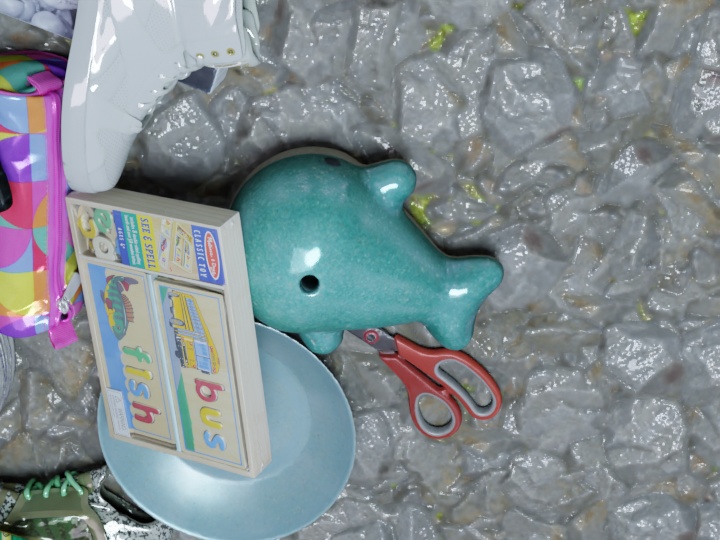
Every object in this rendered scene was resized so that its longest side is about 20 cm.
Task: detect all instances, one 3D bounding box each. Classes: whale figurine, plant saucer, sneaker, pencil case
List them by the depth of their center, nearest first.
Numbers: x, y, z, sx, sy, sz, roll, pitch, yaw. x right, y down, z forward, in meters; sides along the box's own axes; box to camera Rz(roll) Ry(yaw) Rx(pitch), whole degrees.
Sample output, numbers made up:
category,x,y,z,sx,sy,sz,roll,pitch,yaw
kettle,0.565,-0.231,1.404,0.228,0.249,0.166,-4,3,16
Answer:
category,x,y,z,sx,sy,sz,roll,pitch,yaw
sneaker,-0.124,-0.129,0.961,0.114,0.074,0.202,15,119,1
whale figurine,0.000,0.000,1.041,0.198,0.104,0.160,23,114,-10
pencil case,-0.233,-0.050,1.052,0.087,0.089,0.202,4,117,4
plant saucer,-0.100,0.116,1.147,0.198,0.039,0.203,3,117,5
sneaker,-0.232,0.184,1.188,0.198,0.077,0.089,26,97,-11

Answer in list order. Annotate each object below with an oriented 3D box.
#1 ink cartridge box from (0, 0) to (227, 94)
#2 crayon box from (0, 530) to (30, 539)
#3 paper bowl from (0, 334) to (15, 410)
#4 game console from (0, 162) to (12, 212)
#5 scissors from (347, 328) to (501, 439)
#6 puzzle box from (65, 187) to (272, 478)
category,x,y,z,sx,sy,sz,roll,pitch,yaw
ink cartridge box,-0.153,-0.240,0.971,0.196,0.044,0.202,20,116,-4
crayon box,-0.311,0.265,1.183,0.117,0.059,0.201,13,144,6
paper bowl,-0.366,0.073,1.117,0.198,0.105,0.203,3,116,6
game console,-0.309,-0.117,0.952,0.175,0.116,0.202,-4,105,42
scissors,0.023,0.050,1.117,0.073,0.014,0.200,-37,107,24
puzzle box,-0.131,0.043,1.045,0.132,0.025,0.202,10,122,28
